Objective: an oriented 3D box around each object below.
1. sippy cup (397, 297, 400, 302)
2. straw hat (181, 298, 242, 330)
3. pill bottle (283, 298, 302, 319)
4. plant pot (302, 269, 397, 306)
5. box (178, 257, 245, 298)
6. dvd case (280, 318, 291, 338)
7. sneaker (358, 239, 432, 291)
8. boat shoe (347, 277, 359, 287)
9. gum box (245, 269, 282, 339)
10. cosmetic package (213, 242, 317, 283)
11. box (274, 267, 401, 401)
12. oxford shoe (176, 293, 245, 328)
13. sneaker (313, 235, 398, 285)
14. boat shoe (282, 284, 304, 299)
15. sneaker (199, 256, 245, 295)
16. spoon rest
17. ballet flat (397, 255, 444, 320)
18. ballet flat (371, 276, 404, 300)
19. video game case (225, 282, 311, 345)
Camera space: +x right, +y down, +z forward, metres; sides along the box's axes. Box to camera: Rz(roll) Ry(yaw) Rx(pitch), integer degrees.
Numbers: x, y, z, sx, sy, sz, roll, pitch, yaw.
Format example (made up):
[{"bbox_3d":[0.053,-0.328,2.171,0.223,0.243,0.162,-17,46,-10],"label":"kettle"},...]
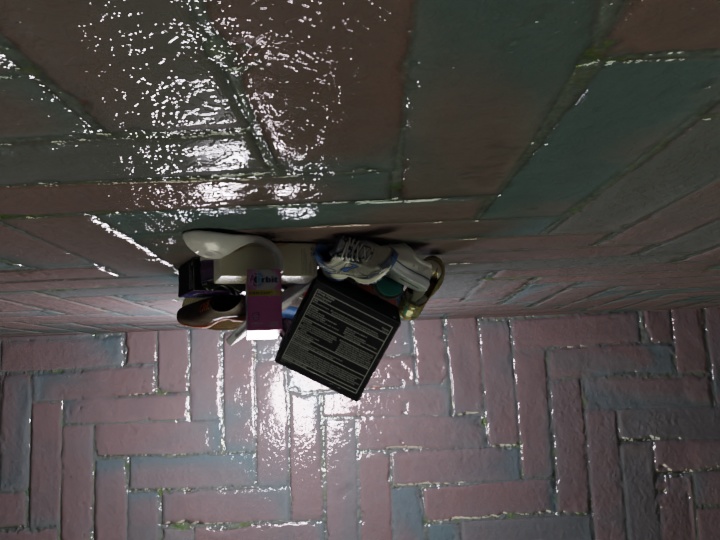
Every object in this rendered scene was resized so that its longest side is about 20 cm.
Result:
[{"bbox_3d":[0.046,0.080,1.985,0.177,0.140,0.130,-29,152,16],"label":"sippy cup"},{"bbox_3d":[-0.369,0.067,1.870,0.199,0.202,0.086,1,128,-23],"label":"straw hat"},{"bbox_3d":[-0.176,0.073,1.845,0.198,0.113,0.112,10,171,-3],"label":"pill bottle"},{"bbox_3d":[-0.020,0.098,1.671,0.176,0.202,0.200,3,170,-31],"label":"plant pot"},{"bbox_3d":[-0.313,0.022,1.645,0.198,0.080,0.141,2,173,-28],"label":"box"},{"bbox_3d":[-0.171,0.122,1.895,0.149,0.200,0.025,-21,144,-30],"label":"dvd case"},{"bbox_3d":[0.070,-0.025,1.468,0.199,0.071,0.073,30,156,-33],"label":"sneaker"},{"bbox_3d":[-0.004,0.000,1.542,0.074,0.087,0.202,-4,172,10],"label":"boat shoe"},{"bbox_3d":[-0.193,0.071,1.385,0.066,0.115,0.200,-1,169,-10],"label":"gum box"},{"bbox_3d":[-0.196,-0.015,1.440,0.198,0.072,0.105,1,170,-20],"label":"cosmetic package"},{"bbox_3d":[-0.046,0.133,1.487,0.199,0.199,0.123,27,-166,-7],"label":"box"},{"bbox_3d":[-0.341,0.083,1.608,0.198,0.072,0.073,-11,151,14],"label":"oxford shoe"},{"bbox_3d":[-0.017,-0.025,1.365,0.199,0.077,0.085,-6,137,42],"label":"sneaker"},{"bbox_3d":[-0.136,0.035,1.732,0.198,0.076,0.060,6,163,-12],"label":"boat shoe"},{"bbox_3d":[-0.257,0.013,1.552,0.198,0.088,0.076,1,171,-24],"label":"sneaker"},{"bbox_3d":[-0.238,-0.045,1.331,0.199,0.061,0.099,17,163,-25],"label":"spoon rest"},{"bbox_3d":[0.144,0.026,1.567,0.070,0.200,0.071,21,142,18],"label":"ballet flat"},{"bbox_3d":[0.063,0.028,1.538,0.064,0.067,0.200,-49,-179,32],"label":"ballet flat"},{"bbox_3d":[-0.199,0.086,1.611,0.200,0.023,0.182,-35,177,-42],"label":"video game case"}]
